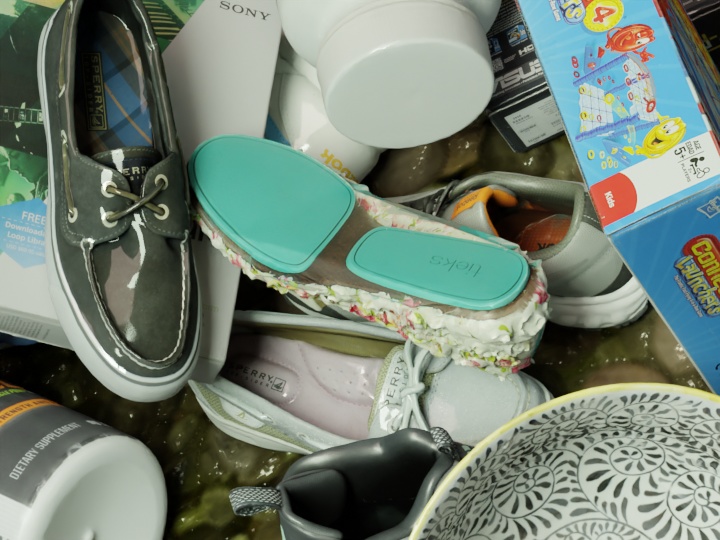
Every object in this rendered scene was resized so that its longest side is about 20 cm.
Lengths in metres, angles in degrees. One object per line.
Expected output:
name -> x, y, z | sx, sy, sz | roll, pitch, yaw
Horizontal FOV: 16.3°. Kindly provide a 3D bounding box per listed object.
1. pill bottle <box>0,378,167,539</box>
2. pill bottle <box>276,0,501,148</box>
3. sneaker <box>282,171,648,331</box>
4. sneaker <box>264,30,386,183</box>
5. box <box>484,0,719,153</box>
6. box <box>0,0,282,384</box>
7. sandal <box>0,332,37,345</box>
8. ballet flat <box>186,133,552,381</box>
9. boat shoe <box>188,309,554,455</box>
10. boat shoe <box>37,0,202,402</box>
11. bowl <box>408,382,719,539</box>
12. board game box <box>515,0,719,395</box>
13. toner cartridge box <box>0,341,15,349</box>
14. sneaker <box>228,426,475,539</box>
pill bottle -> -0.200, 0.102, 1.247 | 0.199, 0.106, 0.107 | 19, 73, 35
pill bottle -> 0.009, -0.164, 1.230 | 0.111, 0.111, 0.201 | -21, 55, 16
sneaker -> 0.043, -0.016, 1.200 | 0.199, 0.079, 0.074 | -3, 60, 29
sneaker -> -0.068, -0.100, 1.312 | 0.081, 0.077, 0.200 | -47, 50, -2
box -> 0.140, -0.169, 1.255 | 0.199, 0.049, 0.162 | -25, 56, 15
box -> -0.120, -0.057, 1.203 | 0.144, 0.036, 0.201 | 14, 64, -13
sandal -> -0.217, -0.034, 1.308 | 0.079, 0.087, 0.200 | -17, 57, -37
ballet flat -> 0.000, 0.000, 1.150 | 0.199, 0.064, 0.076 | 26, 59, 31
boat shoe -> -0.003, 0.057, 1.191 | 0.201, 0.065, 0.075 | 13, 70, 33
boat shoe -> -0.112, -0.041, 1.147 | 0.068, 0.057, 0.201 | -6, 70, -20
bowl -> 0.104, 0.143, 1.045 | 0.200, 0.094, 0.202 | 0, 93, -7
board game box -> 0.135, -0.054, 1.096 | 0.056, 0.200, 0.196 | -25, 54, 12
toner cartridge box -> -0.212, -0.050, 1.381 | 0.095, 0.043, 0.201 | -14, 57, 22
sneaker -> -0.023, 0.132, 1.102 | 0.200, 0.140, 0.078 | -41, 50, 13
